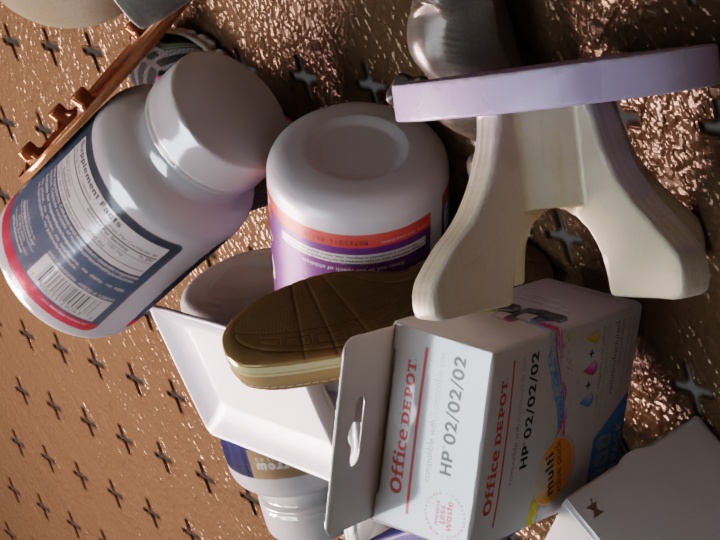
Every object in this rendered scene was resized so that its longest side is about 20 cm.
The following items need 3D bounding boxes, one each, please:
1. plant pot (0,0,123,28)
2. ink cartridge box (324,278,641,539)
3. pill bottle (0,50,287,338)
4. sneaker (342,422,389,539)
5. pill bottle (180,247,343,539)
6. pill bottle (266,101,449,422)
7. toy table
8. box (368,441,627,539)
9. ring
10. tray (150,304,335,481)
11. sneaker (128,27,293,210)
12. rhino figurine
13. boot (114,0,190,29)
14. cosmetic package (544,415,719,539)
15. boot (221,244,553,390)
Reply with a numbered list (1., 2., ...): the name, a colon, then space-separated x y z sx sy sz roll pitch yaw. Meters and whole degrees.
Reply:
1. plant pot: -0.189 -0.242 1.321 0.201 0.200 0.183 58 173 9
2. ink cartridge box: 0.070 0.079 1.141 0.068 0.200 0.115 16 108 34
3. pill bottle: -0.139 -0.052 1.368 0.200 0.120 0.120 -39 79 39
4. sneaker: 0.032 0.156 1.472 0.079 0.074 0.200 25 135 44
5. pill bottle: -0.053 0.093 1.518 0.111 0.111 0.200 22 133 53
6. pill bottle: 0.000 0.000 1.332 0.112 0.112 0.200 41 146 37
7. toy table: 0.099 -0.046 1.056 0.200 0.184 0.117 -173 75 -65
8. box: 0.073 0.151 1.332 0.032 0.121 0.200 60 154 3
9. ring: -0.167 -0.139 1.415 0.019 0.200 0.200 42 156 -11
10. tray: -0.068 0.076 1.381 0.200 0.022 0.107 13 130 58
11. sneaker: -0.119 -0.102 1.479 0.200 0.087 0.074 43 148 34
12. rhino figurine: 0.061 -0.105 1.181 0.087 0.060 0.200 1 120 49
13. boot: -0.085 -0.255 1.162 0.200 0.073 0.182 -25 92 22
14. cosmetic package: 0.157 0.184 1.230 0.085 0.108 0.200 52 153 21
15. boot: 0.020 0.069 1.276 0.156 0.200 0.073 87 163 -44
